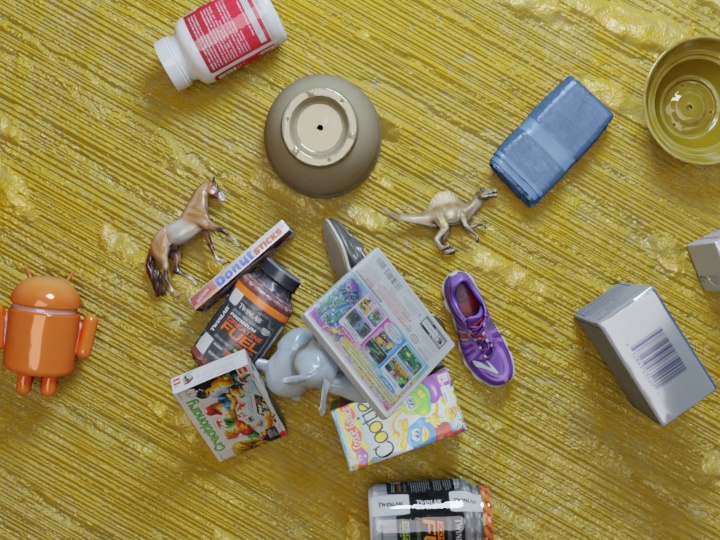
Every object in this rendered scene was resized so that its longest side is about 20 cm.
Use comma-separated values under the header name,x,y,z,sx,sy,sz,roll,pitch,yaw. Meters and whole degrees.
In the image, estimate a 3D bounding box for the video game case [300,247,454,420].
name,x,y,z,sx,sy,sz,roll,pitch,yaw
video game case,0.030,0.094,1.510,0.182,0.024,0.201,-41,94,-33

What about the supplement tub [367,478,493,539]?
name,x,y,z,sx,sy,sz,roll,pitch,yaw
supplement tub,0.111,0.400,1.583,0.195,0.123,0.125,-4,91,1

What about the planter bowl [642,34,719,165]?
name,x,y,z,sx,sy,sz,roll,pitch,yaw
planter bowl,0.542,-0.268,1.589,0.196,0.083,0.205,0,90,0

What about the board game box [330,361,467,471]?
name,x,y,z,sx,sy,sz,roll,pitch,yaw
board game box,0.060,0.234,1.590,0.196,0.103,0.107,-20,90,1

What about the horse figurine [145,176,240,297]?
name,x,y,z,sx,sy,sz,roll,pitch,yaw
horse figurine,-0.285,-0.045,1.613,0.199,0.050,0.133,-39,78,7

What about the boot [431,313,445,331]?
name,x,y,z,sx,sy,sz,roll,pitch,yaw
boot,0.041,0.099,1.604,0.195,0.075,0.075,-5,93,2

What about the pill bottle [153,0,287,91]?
name,x,y,z,sx,sy,sz,roll,pitch,yaw
pill bottle,-0.226,-0.373,1.580,0.197,0.112,0.114,-29,90,1

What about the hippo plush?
name,x,y,z,sx,sy,sz,roll,pitch,yaw
hippo plush,-0.068,0.160,1.551,0.159,0.160,0.202,41,51,-19

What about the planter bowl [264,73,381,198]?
name,x,y,z,sx,sy,sz,roll,pitch,yaw
planter bowl,-0.063,-0.221,1.571,0.196,0.135,0.205,0,90,1

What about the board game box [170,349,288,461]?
name,x,y,z,sx,sy,sz,roll,pitch,yaw
board game box,-0.205,0.217,1.564,0.124,0.035,0.202,-22,135,1

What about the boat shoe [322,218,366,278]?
name,x,y,z,sx,sy,sz,roll,pitch,yaw
boat shoe,0.000,0.000,1.602,0.056,0.067,0.203,-19,71,-25

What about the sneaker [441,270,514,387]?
name,x,y,z,sx,sy,sz,roll,pitch,yaw
sneaker,0.187,0.098,1.598,0.080,0.083,0.203,-28,91,1

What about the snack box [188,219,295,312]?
name,x,y,z,sx,sy,sz,roll,pitch,yaw
snack box,-0.192,-0.006,1.604,0.199,0.072,0.024,-40,84,1

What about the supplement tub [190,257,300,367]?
name,x,y,z,sx,sy,sz,roll,pitch,yaw
supplement tub,-0.180,0.081,1.589,0.106,0.107,0.202,34,91,0

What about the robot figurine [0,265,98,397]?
name,x,y,z,sx,sy,sz,roll,pitch,yaw
robot figurine,-0.511,0.098,1.589,0.141,0.116,0.205,8,92,21

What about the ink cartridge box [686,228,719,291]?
name,x,y,z,sx,sy,sz,roll,pitch,yaw
ink cartridge box,0.638,-0.048,1.560,0.197,0.147,0.084,-26,89,0

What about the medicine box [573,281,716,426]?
name,x,y,z,sx,sy,sz,roll,pitch,yaw
medicine box,0.438,0.123,1.537,0.102,0.200,0.184,-33,91,3

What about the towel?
name,x,y,z,sx,sy,sz,roll,pitch,yaw
towel,0.310,-0.211,1.610,0.112,0.049,0.200,44,92,0

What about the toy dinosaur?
name,x,y,z,sx,sy,sz,roll,pitch,yaw
toy dinosaur,0.134,-0.080,1.619,0.196,0.058,0.103,-13,76,-7
